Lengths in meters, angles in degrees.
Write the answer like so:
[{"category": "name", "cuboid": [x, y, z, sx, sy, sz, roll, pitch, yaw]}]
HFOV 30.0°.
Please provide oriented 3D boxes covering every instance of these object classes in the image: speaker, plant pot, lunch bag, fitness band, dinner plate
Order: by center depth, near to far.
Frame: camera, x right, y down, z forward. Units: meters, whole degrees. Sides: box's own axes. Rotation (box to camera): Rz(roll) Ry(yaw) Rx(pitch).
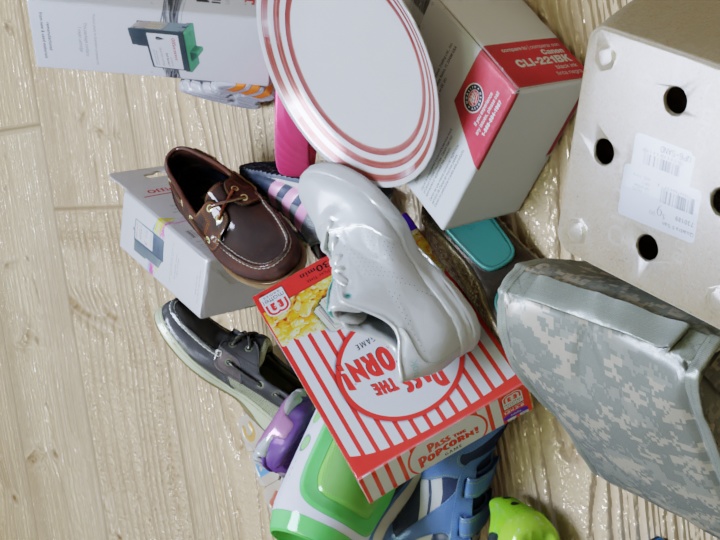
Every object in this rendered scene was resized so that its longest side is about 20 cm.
[{"category": "plant pot", "cuboid": [0.228, -0.067, 0.763, 0.200, 0.177, 0.200, 32, 124, 44]}, {"category": "lunch bag", "cuboid": [0.192, 0.070, 0.836, 0.164, 0.118, 0.200, 24, 161, 48]}, {"category": "dinner plate", "cuboid": [-0.007, -0.157, 1.008, 0.200, 0.024, 0.200, 35, 143, 32]}, {"category": "speaker", "cuboid": [-0.003, 0.143, 1.127, 0.088, 0.088, 0.200, -9, 50, 54]}, {"category": "fitness band", "cuboid": [-0.054, -0.181, 1.154, 0.144, 0.037, 0.200, -82, -6, -72]}]

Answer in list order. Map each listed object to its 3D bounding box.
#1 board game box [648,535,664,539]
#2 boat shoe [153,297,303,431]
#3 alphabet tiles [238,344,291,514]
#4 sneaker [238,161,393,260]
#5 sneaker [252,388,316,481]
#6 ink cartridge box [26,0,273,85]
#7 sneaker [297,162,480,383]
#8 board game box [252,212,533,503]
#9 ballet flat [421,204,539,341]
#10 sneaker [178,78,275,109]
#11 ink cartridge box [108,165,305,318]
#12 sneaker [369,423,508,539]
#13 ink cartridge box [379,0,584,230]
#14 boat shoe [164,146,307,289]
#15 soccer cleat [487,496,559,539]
[{"category": "board game box", "cuboid": [0.245, 0.332, 0.966, 0.200, 0.056, 0.196, 38, 128, 41]}, {"category": "boat shoe", "cuboid": [-0.108, 0.089, 1.299, 0.201, 0.072, 0.066, 42, 112, -5]}, {"category": "alphabet tiles", "cuboid": [-0.066, 0.179, 1.371, 0.196, 0.015, 0.200, -37, 71, 52]}, {"category": "sneaker", "cuboid": [-0.048, -0.052, 1.228, 0.200, 0.070, 0.082, 22, 116, 50]}, {"category": "sneaker", "cuboid": [-0.033, 0.175, 1.218, 0.088, 0.081, 0.200, 32, 165, 23]}, {"category": "ink cartridge box", "cuboid": [-0.165, -0.241, 1.128, 0.084, 0.200, 0.146, 98, 174, -56]}, {"category": "sneaker", "cuboid": [0.000, 0.000, 1.037, 0.200, 0.088, 0.075, 49, 156, 22]}, {"category": "board game box", "cuboid": [0.023, 0.065, 1.085, 0.200, 0.151, 0.046, 56, 172, 35]}, {"category": "ballet flat", "cuboid": [0.116, 0.016, 1.049, 0.200, 0.070, 0.065, 58, 167, 28]}, {"category": "sneaker", "cuboid": [-0.113, -0.216, 1.273, 0.200, 0.077, 0.112, 7, 86, 65]}, {"category": "ink cartridge box", "cuboid": [-0.162, -0.036, 1.344, 0.200, 0.117, 0.067, 38, 128, 41]}, {"category": "sneaker", "cuboid": [0.082, 0.184, 1.128, 0.082, 0.074, 0.200, 41, 126, 17]}, {"category": "ink cartridge box", "cuboid": [0.064, -0.155, 1.034, 0.200, 0.084, 0.144, 54, 139, 27]}, {"category": "boat shoe", "cuboid": [-0.122, -0.051, 1.223, 0.200, 0.070, 0.070, 36, 162, 45]}, {"category": "soccer cleat", "cuboid": [0.128, 0.282, 1.111, 0.081, 0.067, 0.200, -136, 46, -61]}]
